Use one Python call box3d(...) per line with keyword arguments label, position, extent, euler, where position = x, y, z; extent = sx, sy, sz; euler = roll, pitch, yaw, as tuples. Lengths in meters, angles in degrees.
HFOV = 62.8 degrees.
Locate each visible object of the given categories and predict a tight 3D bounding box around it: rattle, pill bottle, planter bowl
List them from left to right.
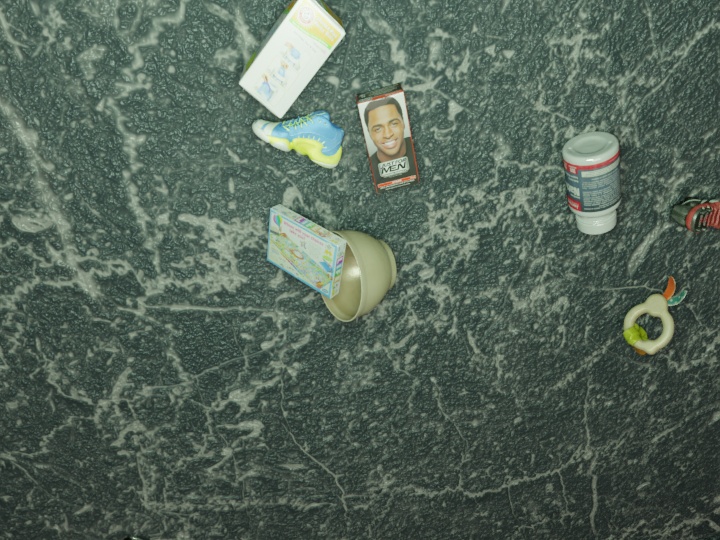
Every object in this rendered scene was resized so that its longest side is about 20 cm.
box3d(label="planter bowl", position=(0.000, 0.000, 1.351), extent=(0.131, 0.200, 0.205), euler=(-14, 130, -31))
box3d(label="pill bottle", position=(0.518, -0.189, 1.313), extent=(0.116, 0.121, 0.204), euler=(-17, 123, 6))
box3d(label="rattle", position=(0.804, 0.130, 1.588), extent=(0.141, 0.129, 0.204), euler=(28, 91, -35))

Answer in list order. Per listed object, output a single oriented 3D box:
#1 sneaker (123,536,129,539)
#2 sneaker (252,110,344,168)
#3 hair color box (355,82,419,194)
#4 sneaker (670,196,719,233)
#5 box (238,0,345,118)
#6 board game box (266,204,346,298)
box3d(label="sneaker", position=(-0.783, 0.928, 1.938), extent=(0.193, 0.075, 0.119), euler=(-13, 120, -10))
box3d(label="sneaker", position=(-0.120, -0.292, 1.213), extent=(0.195, 0.076, 0.107), euler=(18, 108, -26))
box3d(label="hair color box", position=(0.058, -0.275, 1.242), extent=(0.098, 0.062, 0.205), euler=(-13, 123, 4))
box3d(label="sneaker", position=(0.818, -0.140, 1.411), extent=(0.195, 0.097, 0.073), euler=(-9, 115, -29))
box3d(label="box", position=(-0.127, -0.410, 1.101), extent=(0.100, 0.114, 0.200), euler=(34, 114, -24))
box3d(label="board game box", position=(-0.124, -0.044, 1.315), extent=(0.197, 0.034, 0.138), euler=(29, 127, 25))
